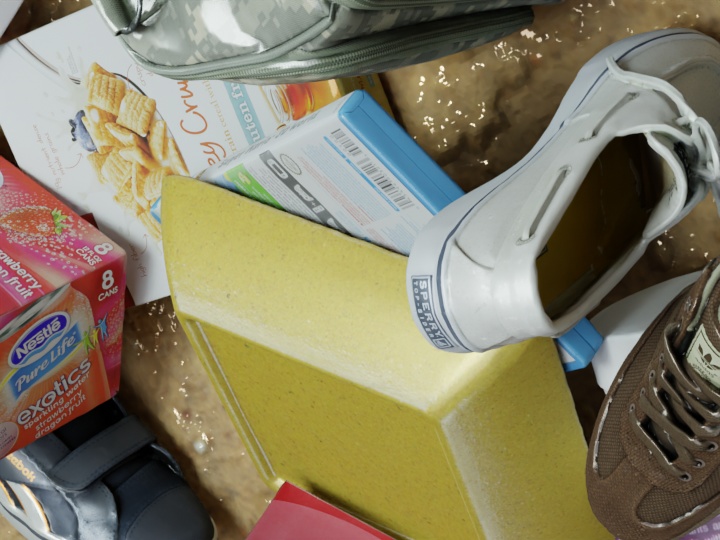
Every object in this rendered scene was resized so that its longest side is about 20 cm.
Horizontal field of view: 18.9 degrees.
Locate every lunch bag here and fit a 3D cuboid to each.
[{"bbox_3d":[0.006,-0.146,0.844,0.167,0.200,0.140,-31,83,35],"label":"lunch bag"}]

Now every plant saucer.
[{"bbox_3d":[0.005,0.063,0.944,0.199,0.049,0.201,21,151,32],"label":"plant saucer"}]

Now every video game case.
[{"bbox_3d":[0.000,0.000,0.924,0.143,0.018,0.200,45,154,-13],"label":"video game case"}]

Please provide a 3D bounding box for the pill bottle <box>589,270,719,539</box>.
[{"bbox_3d":[0.161,0.104,0.894,0.112,0.112,0.201,-13,102,35],"label":"pill bottle"}]

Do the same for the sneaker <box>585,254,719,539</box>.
[{"bbox_3d":[0.130,0.026,0.781,0.070,0.075,0.201,46,121,23],"label":"sneaker"}]

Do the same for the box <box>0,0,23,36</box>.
[{"bbox_3d":[-0.203,-0.183,0.994,0.200,0.112,0.102,-49,53,34],"label":"box"}]

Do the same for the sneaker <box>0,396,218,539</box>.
[{"bbox_3d":[-0.156,0.086,1.107,0.199,0.078,0.080,28,127,22],"label":"sneaker"}]

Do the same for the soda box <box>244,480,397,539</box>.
[{"bbox_3d":[0.035,0.174,0.964,0.199,0.064,0.070,26,155,22],"label":"soda box"}]

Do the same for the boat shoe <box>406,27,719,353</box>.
[{"bbox_3d":[0.106,-0.036,0.816,0.086,0.202,0.075,-2,116,44],"label":"boat shoe"}]

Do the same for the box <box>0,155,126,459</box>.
[{"bbox_3d":[-0.216,-0.004,1.066,0.200,0.099,0.096,36,135,30],"label":"box"}]

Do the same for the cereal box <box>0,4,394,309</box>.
[{"bbox_3d":[-0.079,-0.067,1.023,0.199,0.039,0.145,-18,99,35],"label":"cereal box"}]
